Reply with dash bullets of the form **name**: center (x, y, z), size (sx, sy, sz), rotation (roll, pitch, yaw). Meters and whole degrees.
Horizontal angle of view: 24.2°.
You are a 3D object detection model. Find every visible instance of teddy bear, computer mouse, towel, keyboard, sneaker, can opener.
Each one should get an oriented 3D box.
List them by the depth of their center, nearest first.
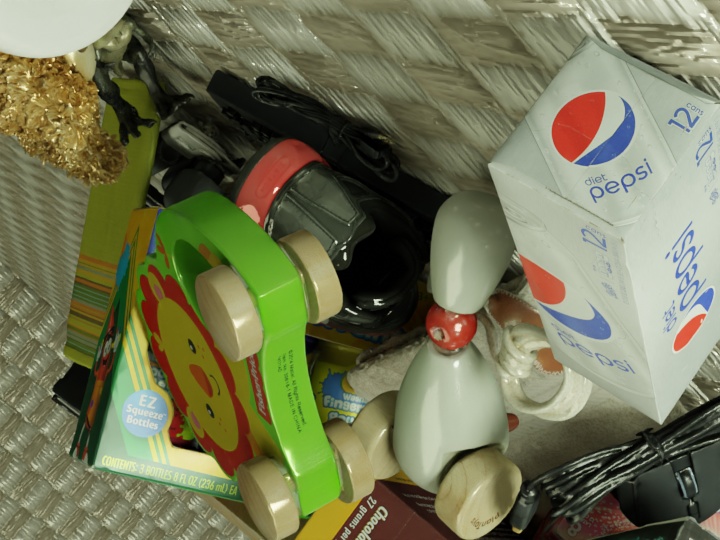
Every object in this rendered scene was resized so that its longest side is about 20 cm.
- **computer mouse**: center (0.148, 0.124, 0.910), size (0.200, 0.139, 0.046), rotation (81, 166, -73)
- **sneaker**: center (0.000, 0.000, 0.960), size (0.098, 0.071, 0.200), rotation (33, 172, 29)
- **keyboard**: center (-0.013, -0.063, 0.965), size (0.199, 0.021, 0.127), rotation (30, 166, 29)
- **towel**: center (0.086, 0.075, 1.009), size (0.132, 0.035, 0.200), rotation (40, 146, -14)
- **teddy bear**: center (-0.187, -0.115, 1.017), size (0.200, 0.066, 0.146), rotation (82, 165, -76)
- **towel**: center (-0.166, -0.031, 1.151), size (0.018, 0.202, 0.086), rotation (8, -177, -33)
- **can opener**: center (-0.127, -0.072, 1.172), size (0.053, 0.067, 0.200), rotation (39, 173, -13)

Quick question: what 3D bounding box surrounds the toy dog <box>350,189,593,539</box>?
- **toy dog**: center (0.067, 0.049, 0.902), size (0.132, 0.096, 0.200), rotation (50, 136, 18)

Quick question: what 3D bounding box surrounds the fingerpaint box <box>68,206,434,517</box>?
- **fingerpaint box**: center (-0.067, 0.064, 1.087), size (0.199, 0.168, 0.073), rotation (16, 175, -21)

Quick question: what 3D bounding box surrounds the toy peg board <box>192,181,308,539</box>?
- **toy peg board**: center (-0.051, 0.069, 1.198), size (0.097, 0.201, 0.199), rotation (-8, 135, 49)

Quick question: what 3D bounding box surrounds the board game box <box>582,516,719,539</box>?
- **board game box**: center (0.204, 0.206, 0.914), size (0.199, 0.028, 0.135), rotation (36, 151, -14)

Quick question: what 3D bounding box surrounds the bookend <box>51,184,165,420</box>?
- **bookend**: center (-0.177, 0.048, 1.344), size (0.092, 0.201, 0.199), rotation (35, 179, 6)

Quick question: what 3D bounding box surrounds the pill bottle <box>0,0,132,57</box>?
- **pill bottle**: center (-0.203, -0.177, 0.871), size (0.199, 0.112, 0.112), rotation (22, 161, 51)

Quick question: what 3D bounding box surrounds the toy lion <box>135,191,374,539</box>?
- **toy lion**: center (-0.074, 0.042, 0.934), size (0.192, 0.068, 0.201), rotation (40, 147, 46)

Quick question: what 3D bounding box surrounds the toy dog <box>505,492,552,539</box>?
- **toy dog**: center (0.087, 0.185, 1.213), size (0.140, 0.194, 0.200), rotation (57, 167, -27)

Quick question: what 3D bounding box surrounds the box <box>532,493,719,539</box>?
- **box**: center (0.218, 0.188, 1.053), size (0.199, 0.095, 0.103), rotation (37, 169, 4)

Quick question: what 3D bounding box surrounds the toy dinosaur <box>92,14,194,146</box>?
- **toy dinosaur**: center (-0.156, -0.129, 1.075), size (0.088, 0.047, 0.200), rotation (54, 166, -8)

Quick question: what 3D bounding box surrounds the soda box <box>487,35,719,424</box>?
- **soda box**: center (0.110, -0.009, 0.698), size (0.063, 0.068, 0.200), rotation (32, 167, 25)

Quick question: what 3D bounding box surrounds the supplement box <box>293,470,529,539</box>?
- **supplement box**: center (0.062, 0.232, 1.010), size (0.200, 0.133, 0.197), rotation (38, -175, 22)
